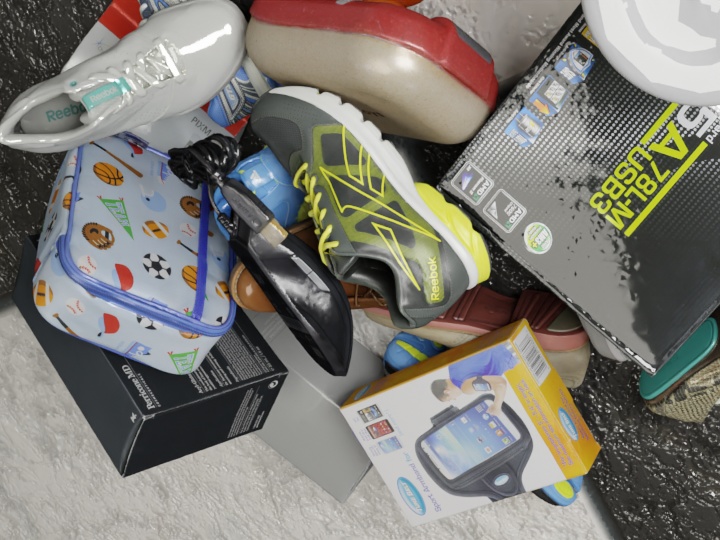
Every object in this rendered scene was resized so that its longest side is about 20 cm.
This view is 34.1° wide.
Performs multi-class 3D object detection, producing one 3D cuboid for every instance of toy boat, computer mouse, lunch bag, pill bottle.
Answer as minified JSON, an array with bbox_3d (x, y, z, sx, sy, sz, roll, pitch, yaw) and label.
[{"bbox_3d":[0.014,-0.173,0.817,0.199,0.132,0.130,18,173,44],"label":"toy boat"},{"bbox_3d":[-0.051,-0.016,0.790,0.201,0.046,0.140,53,167,-7],"label":"computer mouse"},{"bbox_3d":[-0.166,-0.021,0.919,0.159,0.201,0.076,23,128,-22],"label":"lunch bag"},{"bbox_3d":[0.203,-0.179,0.622,0.118,0.200,0.121,17,128,24],"label":"pill bottle"}]

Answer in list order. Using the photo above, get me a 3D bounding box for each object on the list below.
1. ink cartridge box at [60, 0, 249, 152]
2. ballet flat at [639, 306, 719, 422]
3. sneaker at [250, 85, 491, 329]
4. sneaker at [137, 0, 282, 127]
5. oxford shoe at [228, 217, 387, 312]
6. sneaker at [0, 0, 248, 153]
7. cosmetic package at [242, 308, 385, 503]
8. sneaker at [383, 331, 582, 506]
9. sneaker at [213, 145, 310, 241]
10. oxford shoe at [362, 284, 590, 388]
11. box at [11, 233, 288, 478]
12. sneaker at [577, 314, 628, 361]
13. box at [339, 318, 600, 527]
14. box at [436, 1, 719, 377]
[{"bbox_3d":[-0.177,-0.147,1.001,0.160,0.047,0.200,40,134,4],"label":"ink cartridge box"},{"bbox_3d":[0.274,0.046,0.826,0.074,0.068,0.201,21,138,-8],"label":"ballet flat"},{"bbox_3d":[-0.006,-0.043,0.782,0.199,0.085,0.075,40,158,11],"label":"sneaker"},{"bbox_3d":[-0.144,-0.196,0.904,0.085,0.077,0.201,-40,92,9],"label":"sneaker"},{"bbox_3d":[0.000,0.000,0.883,0.197,0.072,0.072,-12,126,-10],"label":"oxford shoe"},{"bbox_3d":[-0.172,-0.133,0.851,0.198,0.089,0.076,-26,101,9],"label":"sneaker"},{"bbox_3d":[-0.056,0.101,1.059,0.199,0.090,0.107,37,131,4],"label":"cosmetic package"},{"bbox_3d":[0.102,0.127,0.987,0.199,0.071,0.083,35,139,16],"label":"sneaker"},{"bbox_3d":[-0.075,-0.051,0.924,0.076,0.104,0.201,52,158,16],"label":"sneaker"},{"bbox_3d":[0.087,0.053,0.942,0.198,0.071,0.076,13,128,27],"label":"oxford shoe"},{"bbox_3d":[-0.175,0.052,0.959,0.200,0.140,0.079,51,131,28],"label":"box"},{"bbox_3d":[0.149,-0.027,0.856,0.082,0.074,0.202,-20,95,47],"label":"sneaker"},{"bbox_3d":[0.074,0.128,0.923,0.199,0.041,0.120,-27,99,34],"label":"box"},{"bbox_3d":[0.183,-0.068,0.763,0.193,0.047,0.201,42,108,6],"label":"box"}]
